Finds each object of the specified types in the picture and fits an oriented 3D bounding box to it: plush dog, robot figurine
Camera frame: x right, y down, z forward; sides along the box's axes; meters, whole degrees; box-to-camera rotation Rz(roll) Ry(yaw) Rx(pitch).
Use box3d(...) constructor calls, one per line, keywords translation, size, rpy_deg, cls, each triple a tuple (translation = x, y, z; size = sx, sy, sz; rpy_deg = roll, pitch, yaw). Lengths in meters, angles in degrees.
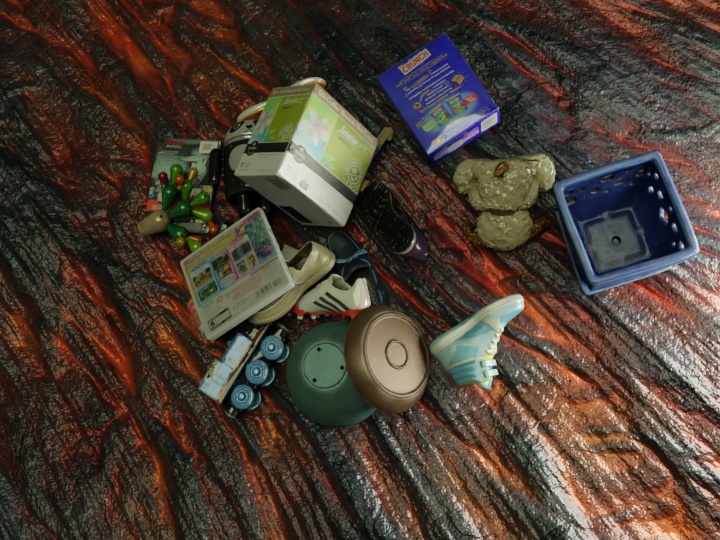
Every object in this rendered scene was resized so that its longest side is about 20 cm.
box3d(translation=(0.274, -0.123, 1.614), size=(0.197, 0.161, 0.175), rpy_deg=(-4, 102, 10), cls="plush dog")
box3d(translation=(-0.214, -0.202, 1.711), size=(0.124, 0.149, 0.203), rpy_deg=(-17, 71, 44), cls="robot figurine")

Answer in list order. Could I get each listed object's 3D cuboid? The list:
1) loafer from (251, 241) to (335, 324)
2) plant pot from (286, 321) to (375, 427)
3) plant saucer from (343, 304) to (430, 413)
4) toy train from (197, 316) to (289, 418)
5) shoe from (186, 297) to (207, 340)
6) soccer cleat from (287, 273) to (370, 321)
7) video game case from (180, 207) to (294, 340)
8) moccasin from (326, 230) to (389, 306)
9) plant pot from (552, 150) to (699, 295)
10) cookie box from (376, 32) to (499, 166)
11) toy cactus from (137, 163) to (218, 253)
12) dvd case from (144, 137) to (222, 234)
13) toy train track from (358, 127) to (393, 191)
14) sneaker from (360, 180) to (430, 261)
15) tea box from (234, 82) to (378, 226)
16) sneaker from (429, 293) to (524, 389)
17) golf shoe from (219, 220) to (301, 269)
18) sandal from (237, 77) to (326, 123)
box3d(translation=(-0.139, 0.018, 1.621), size=(0.200, 0.068, 0.076), rpy_deg=(-44, 31, -9), cls="loafer")
box3d(translation=(-0.053, 0.186, 1.588), size=(0.197, 0.135, 0.203), rpy_deg=(-2, 77, 9), cls="plant pot")
box3d(translation=(0.059, 0.157, 1.560), size=(0.034, 0.198, 0.203), rpy_deg=(-24, 68, 49), cls="plant saucer")
box3d(translation=(-0.219, 0.180, 1.639), size=(0.113, 0.087, 0.202), rpy_deg=(30, 83, 11), cls="toy train")
box3d(translation=(-0.243, 0.052, 1.684), size=(0.198, 0.072, 0.091), rpy_deg=(-30, 54, -12), cls="shoe")
box3d(translation=(-0.067, 0.049, 1.634), size=(0.198, 0.068, 0.087), rpy_deg=(1, 95, 34), cls="soccer cleat")
box3d(translation=(-0.237, 0.006, 1.619), size=(0.199, 0.024, 0.184), rpy_deg=(-33, 62, 13), cls="video game case")
box3d(translation=(0.000, 0.000, 1.657), size=(0.080, 0.068, 0.201), rpy_deg=(-37, 74, -1), cls="moccasin")
box3d(translation=(0.464, -0.072, 1.538), size=(0.197, 0.180, 0.203), rpy_deg=(-18, 74, 4), cls="plant pot")
box3d(translation=(0.156, -0.343, 1.709), size=(0.170, 0.075, 0.201), rpy_deg=(-32, 74, 1), cls="cookie box")
box3d(translation=(-0.378, -0.113, 1.724), size=(0.163, 0.102, 0.202), rpy_deg=(-24, 83, 14), cls="toy cactus")
box3d(translation=(-0.371, -0.178, 1.788), size=(0.144, 0.022, 0.203), rpy_deg=(3, 79, 10), cls="dvd case")
box3d(translation=(0.011, -0.199, 1.712), size=(0.114, 0.032, 0.201), rpy_deg=(15, 69, 55), cls="toy train track")
box3d(translation=(0.068, -0.089, 1.673), size=(0.076, 0.087, 0.201), rpy_deg=(-43, 49, 17), cls="sneaker")
box3d(translation=(-0.099, -0.217, 1.632), size=(0.133, 0.199, 0.199), rpy_deg=(5, 68, 44), cls="tea box")
box3d(translation=(0.240, 0.142, 1.580), size=(0.199, 0.079, 0.132), rpy_deg=(-34, 72, 10), cls="sneaker")
box3d(translation=(-0.190, -0.046, 1.679), size=(0.197, 0.096, 0.078), rpy_deg=(9, 34, 9), cls="golf shoe")
box3d(translation=(-0.155, -0.328, 1.763), size=(0.205, 0.079, 0.060), rpy_deg=(-25, 75, 12), cls="sandal")
